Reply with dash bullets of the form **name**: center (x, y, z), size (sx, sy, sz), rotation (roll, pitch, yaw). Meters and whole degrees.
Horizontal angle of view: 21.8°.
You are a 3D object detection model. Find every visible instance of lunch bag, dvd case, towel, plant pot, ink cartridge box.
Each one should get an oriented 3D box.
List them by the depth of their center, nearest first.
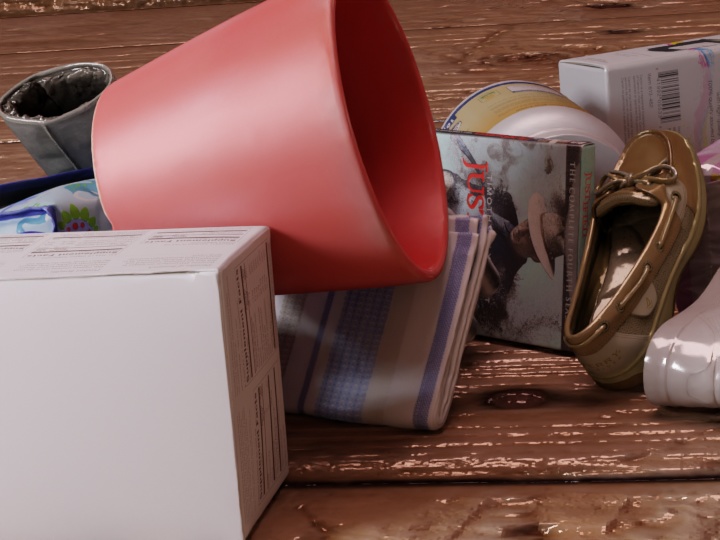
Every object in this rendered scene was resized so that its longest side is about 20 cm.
- **plant pot**: center (-0.058, -0.071, 1.165), size (0.175, 0.203, 0.200), rotation (-13, 12, 18)
- **towel**: center (-0.013, 0.029, 1.240), size (0.198, 0.148, 0.024), rotation (4, -21, 32)
- **dvd case**: center (0.083, -0.027, 1.353), size (0.199, 0.148, 0.022), rotation (10, 12, 41)
- **lunch bag**: center (-0.233, -0.010, 1.454), size (0.199, 0.129, 0.169), rotation (-8, 5, 43)
- **ink cartridge box**: center (0.282, -0.123, 1.637), size (0.198, 0.148, 0.083), rotation (-11, 14, -22)

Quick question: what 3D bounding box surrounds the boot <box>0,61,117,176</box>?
- **boot**: center (-0.249, -0.081, 1.549), size (0.180, 0.073, 0.200), rotation (-25, -24, 6)

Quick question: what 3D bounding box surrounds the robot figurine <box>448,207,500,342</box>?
- **robot figurine**: center (0.000, 0.000, 1.337), size (0.198, 0.113, 0.170), rotation (7, 54, 37)

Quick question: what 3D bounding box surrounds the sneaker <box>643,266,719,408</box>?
- **sneaker**: center (0.275, 0.040, 1.203), size (0.115, 0.074, 0.200), rotation (7, 29, 34)

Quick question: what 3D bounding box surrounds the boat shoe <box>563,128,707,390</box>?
- **boat shoe**: center (0.179, -0.020, 1.248), size (0.073, 0.063, 0.202), rotation (-8, 52, 41)

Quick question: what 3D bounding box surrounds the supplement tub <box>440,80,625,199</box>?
- **supplement tub**: center (0.138, -0.065, 1.474), size (0.143, 0.146, 0.200), rotation (-7, 15, -6)

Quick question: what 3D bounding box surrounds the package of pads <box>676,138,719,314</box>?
- **package of pads**: center (0.291, -0.041, 1.382), size (0.075, 0.122, 0.200), rotation (4, 18, 31)

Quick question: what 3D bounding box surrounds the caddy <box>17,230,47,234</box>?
- **caddy**: center (-0.171, 0.052, 1.233), size (0.140, 0.106, 0.200), rotation (11, 13, -27)

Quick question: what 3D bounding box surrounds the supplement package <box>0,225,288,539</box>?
- **supplement package**: center (-0.153, 0.065, 1.072), size (0.198, 0.158, 0.111), rotation (-1, 13, 12)
